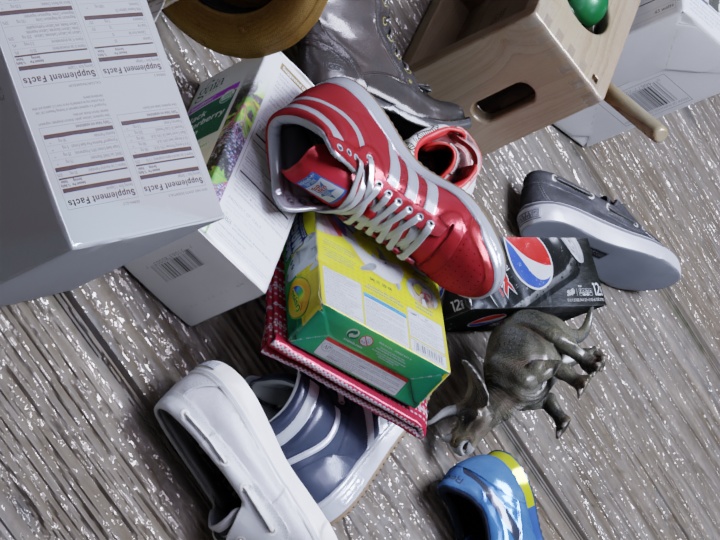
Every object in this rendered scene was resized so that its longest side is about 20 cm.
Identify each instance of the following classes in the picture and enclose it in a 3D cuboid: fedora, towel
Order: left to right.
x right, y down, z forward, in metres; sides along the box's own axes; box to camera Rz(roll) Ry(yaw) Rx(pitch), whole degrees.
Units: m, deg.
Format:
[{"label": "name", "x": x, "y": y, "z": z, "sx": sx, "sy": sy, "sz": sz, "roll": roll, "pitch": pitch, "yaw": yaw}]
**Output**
[{"label": "fedora", "x": -0.081, "y": -0.257, "z": 1.627, "sx": 0.082, "sy": 0.200, "sz": 0.201, "roll": -22, "pitch": 89, "yaw": -53}, {"label": "towel", "x": -0.014, "y": 0.028, "z": 1.626, "sx": 0.145, "sy": 0.022, "sz": 0.200, "roll": 30, "pitch": 29, "yaw": -22}]

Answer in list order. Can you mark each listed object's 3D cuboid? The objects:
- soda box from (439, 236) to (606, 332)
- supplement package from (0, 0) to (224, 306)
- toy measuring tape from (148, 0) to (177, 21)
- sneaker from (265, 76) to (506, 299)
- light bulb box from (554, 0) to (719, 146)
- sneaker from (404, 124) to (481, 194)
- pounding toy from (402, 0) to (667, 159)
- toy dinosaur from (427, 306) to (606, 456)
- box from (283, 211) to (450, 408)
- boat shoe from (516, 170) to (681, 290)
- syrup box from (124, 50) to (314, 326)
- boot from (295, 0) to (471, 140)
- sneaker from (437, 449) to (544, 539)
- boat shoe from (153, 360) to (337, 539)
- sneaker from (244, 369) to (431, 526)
[{"label": "soda box", "x": 0.117, "y": 0.011, "z": 1.830, "sx": 0.200, "sy": 0.071, "sz": 0.063, "roll": -1, "pitch": 72, "yaw": -51}, {"label": "supplement package", "x": -0.216, "y": -0.092, "z": 1.403, "sx": 0.151, "sy": 0.152, "sz": 0.200, "roll": -14, "pitch": 83, "yaw": -54}, {"label": "toy measuring tape", "x": -0.152, "y": -0.118, "z": 1.569, "sx": 0.074, "sy": 0.074, "sz": 0.200, "roll": 46, "pitch": 42, "yaw": -25}, {"label": "sneaker", "x": 0.012, "y": -0.047, "z": 1.572, "sx": 0.200, "sy": 0.071, "sz": 0.112, "roll": 47, "pitch": 31, "yaw": 8}, {"label": "light bulb box", "x": 0.248, "y": -0.252, "z": 2.028, "sx": 0.125, "sy": 0.198, "sz": 0.200, "roll": 34, "pitch": 49, "yaw": -39}, {"label": "sneaker", "x": 0.066, "y": -0.077, "z": 1.782, "sx": 0.201, "sy": 0.108, "sz": 0.067, "roll": -15, "pitch": 83, "yaw": -53}, {"label": "pounding toy", "x": 0.159, "y": -0.181, "z": 1.877, "sx": 0.142, "sy": 0.200, "sz": 0.184, "roll": 49, "pitch": 40, "yaw": -22}, {"label": "toy dinosaur", "x": 0.139, "y": 0.068, "z": 1.761, "sx": 0.102, "sy": 0.077, "sz": 0.200, "roll": 28, "pitch": 50, "yaw": 10}, {"label": "box", "x": 0.000, "y": 0.000, "z": 1.612, "sx": 0.117, "sy": 0.048, "sz": 0.200, "roll": 30, "pitch": 32, "yaw": -23}, {"label": "boat shoe", "x": 0.215, "y": -0.039, "z": 1.989, "sx": 0.200, "sy": 0.070, "sz": 0.066, "roll": 20, "pitch": 58, "yaw": -36}, {"label": "syrup box", "x": -0.093, "y": -0.064, "z": 1.603, "sx": 0.081, "sy": 0.079, "sz": 0.200, "roll": 45, "pitch": 42, "yaw": -26}, {"label": "boot", "x": 0.014, "y": -0.198, "z": 1.784, "sx": 0.200, "sy": 0.069, "sz": 0.174, "roll": 9, "pitch": 78, "yaw": -44}, {"label": "sneaker", "x": 0.116, "y": 0.241, "z": 1.720, "sx": 0.078, "sy": 0.066, "sz": 0.200, "roll": -24, "pitch": 90, "yaw": -43}, {"label": "boat shoe", "x": -0.076, "y": 0.161, "z": 1.519, "sx": 0.068, "sy": 0.072, "sz": 0.200, "roll": -33, "pitch": 106, "yaw": -32}, {"label": "sneaker", "x": -0.019, "y": 0.089, "z": 1.621, "sx": 0.109, "sy": 0.070, "sz": 0.200, "roll": 54, "pitch": 41, "yaw": -19}]
